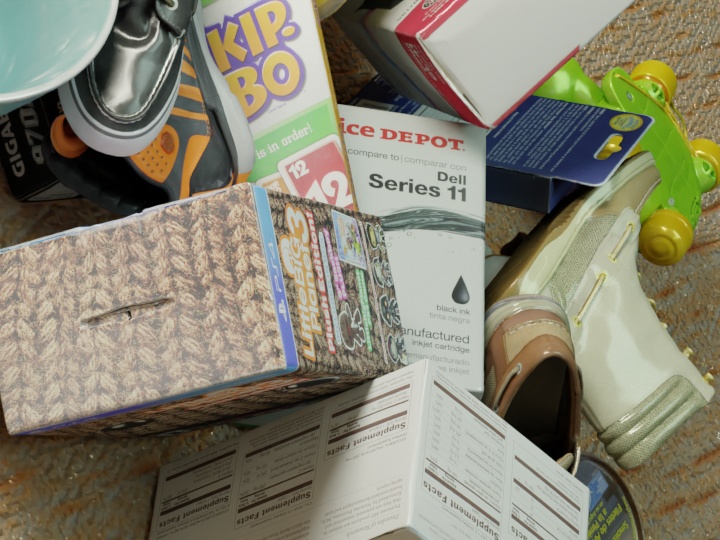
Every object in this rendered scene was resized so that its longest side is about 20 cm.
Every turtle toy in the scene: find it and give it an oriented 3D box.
[{"bbox_3d":[0.186,-0.089,1.917,0.200,0.101,0.146,55,36,-16],"label":"turtle toy"}]

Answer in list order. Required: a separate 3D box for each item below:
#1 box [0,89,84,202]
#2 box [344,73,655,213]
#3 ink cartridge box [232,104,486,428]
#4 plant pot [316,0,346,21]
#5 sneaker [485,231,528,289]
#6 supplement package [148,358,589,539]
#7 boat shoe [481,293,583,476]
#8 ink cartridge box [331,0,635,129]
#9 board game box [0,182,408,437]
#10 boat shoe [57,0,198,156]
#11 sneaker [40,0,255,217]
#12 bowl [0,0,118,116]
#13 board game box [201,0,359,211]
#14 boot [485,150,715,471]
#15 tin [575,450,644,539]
[{"bbox_3d":[-0.168,-0.144,1.515,0.159,0.046,0.200,-9,78,-56],"label":"box"},{"bbox_3d":[0.085,-0.087,1.711,0.121,0.200,0.032,-46,142,-54],"label":"box"},{"bbox_3d":[0.000,0.000,1.569,0.147,0.083,0.200,7,56,-9],"label":"ink cartridge box"},{"bbox_3d":[-0.041,-0.254,1.608,0.201,0.201,0.189,51,34,-22],"label":"plant pot"},{"bbox_3d":[0.065,0.037,1.665,0.085,0.073,0.200,51,42,3],"label":"sneaker"},{"bbox_3d":[0.003,0.161,1.428,0.156,0.200,0.111,39,43,-35],"label":"supplement package"},{"bbox_3d":[0.098,0.114,1.569,0.072,0.076,0.200,-117,-157,-58],"label":"boat shoe"},{"bbox_3d":[0.080,-0.178,1.643,0.086,0.148,0.200,48,-6,-21],"label":"ink cartridge box"},{"bbox_3d":[-0.084,0.027,1.376,0.200,0.159,0.097,11,67,-69],"label":"board game box"},{"bbox_3d":[-0.115,-0.159,1.384,0.070,0.066,0.200,19,60,-9],"label":"boat shoe"},{"bbox_3d":[-0.140,-0.120,1.430,0.112,0.078,0.200,-29,89,-50],"label":"sneaker"},{"bbox_3d":[-0.237,-0.147,1.340,0.201,0.105,0.201,15,55,-23],"label":"bowl"},{"bbox_3d":[-0.063,-0.099,1.506,0.030,0.095,0.200,53,25,-79],"label":"board game box"},{"bbox_3d":[0.174,0.024,1.664,0.155,0.072,0.200,48,47,-5],"label":"boot"},{"bbox_3d":[0.125,0.203,1.698,0.112,0.042,0.200,55,43,-10],"label":"tin"}]
